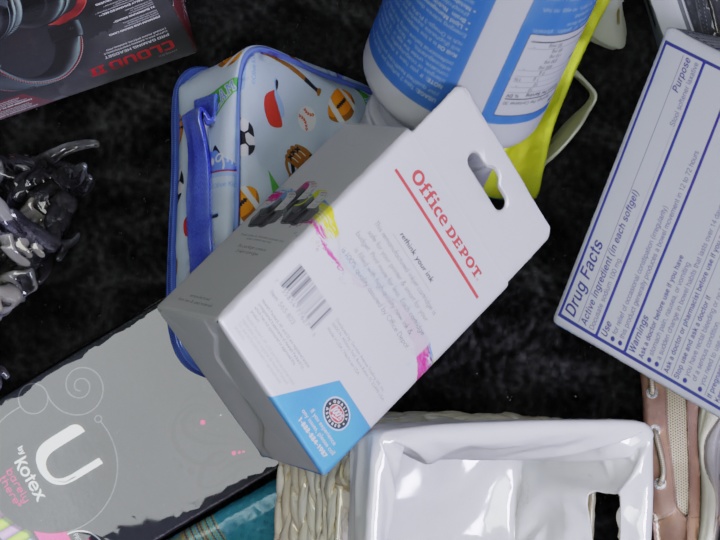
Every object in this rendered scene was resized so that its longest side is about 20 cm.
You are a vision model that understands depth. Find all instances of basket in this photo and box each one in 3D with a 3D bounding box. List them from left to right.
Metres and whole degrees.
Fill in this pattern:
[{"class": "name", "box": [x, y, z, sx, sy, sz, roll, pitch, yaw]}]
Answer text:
[{"class": "basket", "box": [0.055, 0.148, 1.589, 0.199, 0.123, 0.137, 1, 94, -34]}]

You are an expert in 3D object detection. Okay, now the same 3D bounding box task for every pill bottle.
[{"class": "pill bottle", "box": [0.066, -0.139, 1.552, 0.112, 0.112, 0.201, 27, 125, 2]}]

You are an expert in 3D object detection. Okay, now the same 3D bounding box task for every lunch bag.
[{"class": "lunch bag", "box": [-0.047, -0.030, 1.604, 0.075, 0.160, 0.201, -16, 68, 41]}]

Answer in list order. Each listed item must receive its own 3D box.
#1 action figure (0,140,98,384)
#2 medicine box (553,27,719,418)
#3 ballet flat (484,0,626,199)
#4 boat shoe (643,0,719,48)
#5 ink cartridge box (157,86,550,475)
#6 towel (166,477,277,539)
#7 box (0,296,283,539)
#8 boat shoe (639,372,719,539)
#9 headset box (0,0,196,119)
[{"class": "action figure", "box": [-0.225, -0.014, 1.610, 0.102, 0.119, 0.201, 38, 53, -21]}, {"class": "medicine box", "box": [0.235, -0.012, 1.529, 0.200, 0.103, 0.183, 31, 107, 35]}, {"class": "ballet flat", "box": [0.121, -0.133, 1.658, 0.067, 0.067, 0.201, 24, 95, -19]}, {"class": "boat shoe", "box": [0.208, -0.153, 1.649, 0.066, 0.070, 0.201, -18, 84, 2]}, {"class": "ink cartridge box", "box": [0.000, 0.000, 1.518, 0.200, 0.068, 0.115, -45, 118, -22]}, {"class": "towel", "box": [-0.078, 0.219, 1.670, 0.199, 0.022, 0.147, -28, 107, 4]}, {"class": "box", "box": [-0.153, 0.109, 1.648, 0.199, 0.106, 0.123, -32, 91, 3]}, {"class": "boat shoe", "box": [0.183, 0.119, 1.652, 0.071, 0.076, 0.201, 7, 82, 7]}, {"class": "headset box", "box": [-0.190, -0.173, 1.614, 0.148, 0.200, 0.075, -18, 60, 4]}]
